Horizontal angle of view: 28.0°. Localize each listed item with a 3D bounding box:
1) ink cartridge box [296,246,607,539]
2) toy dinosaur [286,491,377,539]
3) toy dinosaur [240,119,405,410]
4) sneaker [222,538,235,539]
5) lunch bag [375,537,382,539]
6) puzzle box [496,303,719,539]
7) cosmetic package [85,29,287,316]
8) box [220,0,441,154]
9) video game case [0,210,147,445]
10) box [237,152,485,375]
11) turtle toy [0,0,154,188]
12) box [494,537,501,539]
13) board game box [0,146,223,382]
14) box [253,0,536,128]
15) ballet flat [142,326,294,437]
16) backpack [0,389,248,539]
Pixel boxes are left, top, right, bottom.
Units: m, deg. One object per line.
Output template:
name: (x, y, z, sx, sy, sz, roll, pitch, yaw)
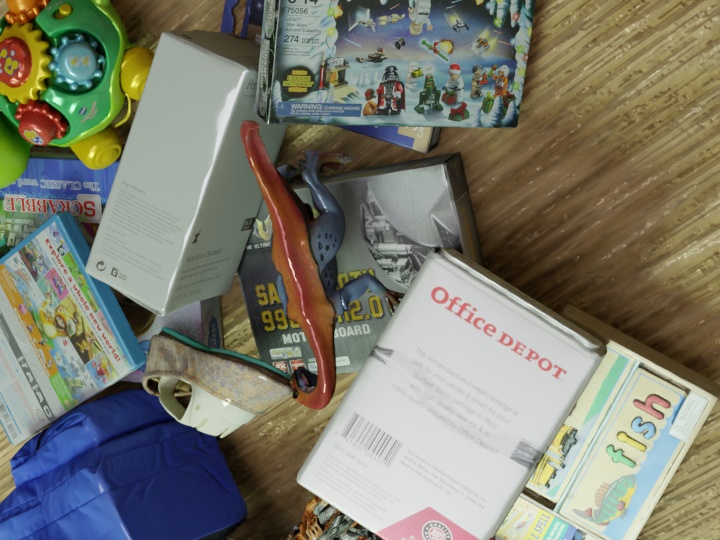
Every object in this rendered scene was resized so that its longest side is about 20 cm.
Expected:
ink cartridge box: (0.069, 0.102, 1.054, 0.145, 0.085, 0.201, 32, 98, 10)
toy dinosaur: (0.018, 0.174, 1.164, 0.199, 0.136, 0.102, -23, 96, 26)
toy dinosaur: (-0.050, 0.008, 1.083, 0.105, 0.200, 0.182, -10, 70, 39)
sneaker: (-0.089, 0.275, 1.230, 0.090, 0.200, 0.067, 21, 74, 0)
lunch bag: (0.013, 0.305, 1.168, 0.170, 0.200, 0.122, -8, 110, 22)
puzzle box: (0.173, 0.140, 1.115, 0.133, 0.025, 0.201, 28, 114, 11)
cosmetic package: (-0.125, -0.079, 1.107, 0.081, 0.113, 0.201, 28, 109, 16)
box: (-0.024, -0.177, 1.128, 0.199, 0.032, 0.122, 18, 112, 16)
video game case: (-0.277, 0.054, 1.245, 0.200, 0.018, 0.144, -31, 85, 40)
box: (0.000, 0.000, 1.164, 0.199, 0.048, 0.159, -8, 104, 23)
turtle toy: (-0.260, -0.149, 1.170, 0.146, 0.101, 0.200, 47, 117, 21)
box: (0.166, 0.166, 1.159, 0.110, 0.035, 0.201, 8, 109, 19)
board game box: (-0.220, -0.004, 1.252, 0.199, 0.041, 0.201, 3, 108, 20)
box: (0.028, -0.174, 1.038, 0.199, 0.040, 0.138, -2, 111, -21)
ballet flat: (-0.117, 0.094, 1.137, 0.068, 0.200, 0.067, 29, 81, -28)
backpack: (-0.224, 0.209, 1.261, 0.200, 0.162, 0.168, -37, 71, 35)
